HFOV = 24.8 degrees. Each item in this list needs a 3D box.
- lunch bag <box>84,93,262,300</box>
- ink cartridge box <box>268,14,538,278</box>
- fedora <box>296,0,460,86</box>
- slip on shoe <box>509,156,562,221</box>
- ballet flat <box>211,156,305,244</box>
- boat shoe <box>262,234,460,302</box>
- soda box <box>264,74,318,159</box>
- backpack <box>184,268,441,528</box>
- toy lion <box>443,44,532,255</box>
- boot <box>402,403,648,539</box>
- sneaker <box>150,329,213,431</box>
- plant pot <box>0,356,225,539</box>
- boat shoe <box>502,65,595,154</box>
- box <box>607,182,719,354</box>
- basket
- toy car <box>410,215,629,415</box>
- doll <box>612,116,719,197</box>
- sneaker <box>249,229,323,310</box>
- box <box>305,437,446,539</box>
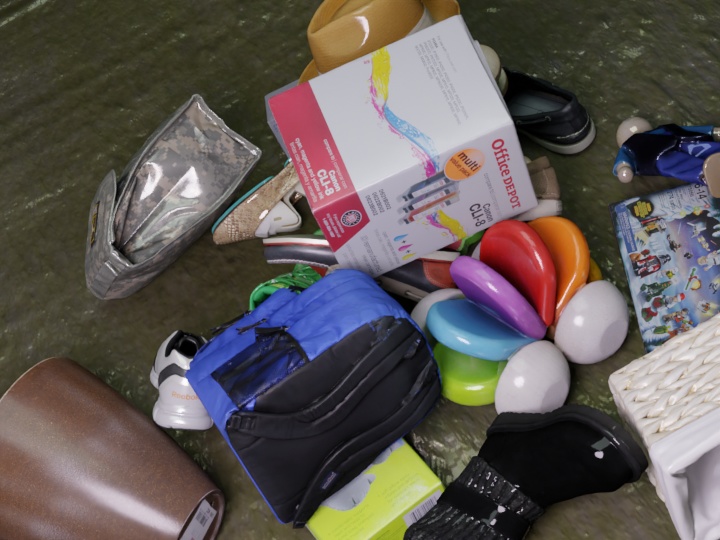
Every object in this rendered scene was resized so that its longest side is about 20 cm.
[{"bbox_3d":[-0.219,-0.065,1.734,0.117,0.164,0.200,40,68,-6],"label":"lunch bag"},{"bbox_3d":[0.043,-0.111,1.526,0.199,0.145,0.145,-24,56,2],"label":"ink cartridge box"},{"bbox_3d":[0.006,-0.257,1.744,0.200,0.082,0.201,-23,31,14],"label":"fedora"},{"bbox_3d":[0.096,-0.068,1.608,0.199,0.076,0.061,-9,93,13],"label":"slip on shoe"},{"bbox_3d":[-0.071,-0.084,1.765,0.200,0.071,0.065,-43,78,0],"label":"ballet flat"},{"bbox_3d":[0.000,0.000,1.624,0.199,0.063,0.071,7,7,-6],"label":"boat shoe"},{"bbox_3d":[-0.005,-0.198,1.815,0.199,0.064,0.068,-26,31,9],"label":"soda box"},{"bbox_3d":[-0.042,0.091,1.477,0.200,0.163,0.168,-34,44,-7],"label":"backpack"},{"bbox_3d":[0.080,-0.108,1.690,0.191,0.069,0.201,-19,75,9],"label":"toy lion"},{"bbox_3d":[0.139,0.199,1.396,0.158,0.079,0.211,-48,15,-25],"label":"boot"},{"bbox_3d":[-0.165,0.092,1.601,0.073,0.080,0.200,5,12,-10],"label":"sneaker"},{"bbox_3d":[-0.234,0.204,1.531,0.199,0.187,0.187,23,62,19],"label":"plant pot"},{"bbox_3d":[0.160,-0.186,1.757,0.075,0.066,0.199,-46,50,-16],"label":"boat shoe"},{"bbox_3d":[0.320,0.001,1.551,0.136,0.040,0.201,-15,47,9],"label":"box"},{"bbox_3d":[0.323,0.117,1.389,0.199,0.136,0.124,-29,45,-3],"label":"basket"},{"bbox_3d":[0.138,0.031,1.525,0.200,0.150,0.175,-43,49,-16],"label":"toy car"},{"bbox_3d":[0.317,-0.117,1.614,0.136,0.049,0.200,-22,20,-18],"label":"doll"},{"bbox_3d":[-0.062,0.032,1.652,0.074,0.084,0.200,7,54,28],"label":"sneaker"},{"bbox_3d":[-0.020,0.182,1.535,0.122,0.048,0.200,-36,48,-10],"label":"box"}]
